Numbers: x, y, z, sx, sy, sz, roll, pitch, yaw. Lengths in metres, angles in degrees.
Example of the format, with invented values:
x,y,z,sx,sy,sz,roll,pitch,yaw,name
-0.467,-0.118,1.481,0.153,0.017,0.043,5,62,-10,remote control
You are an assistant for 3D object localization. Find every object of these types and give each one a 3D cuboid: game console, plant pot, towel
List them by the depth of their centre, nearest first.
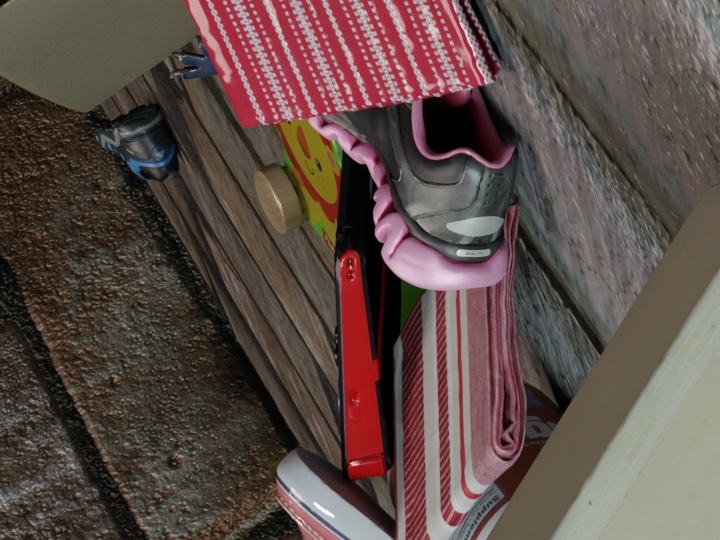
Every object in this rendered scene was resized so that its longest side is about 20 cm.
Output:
x,y,z,sx,sy,sz,roll,pitch,yaw,name
-0.025,-0.143,1.369,0.200,0.022,0.145,-5,115,52,towel
0.050,0.066,1.507,0.200,0.023,0.144,120,153,-63,towel
0.000,0.000,1.621,0.200,0.031,0.177,-87,-8,-52,game console
-0.220,-0.241,2.171,0.200,0.200,0.177,57,-177,37,plant pot

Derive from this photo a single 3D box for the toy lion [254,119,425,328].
x,y,z,sx,sy,sz,roll,pitch,yaw,name
-0.013,-0.058,1.854,0.200,0.069,0.192,59,165,27,toy lion

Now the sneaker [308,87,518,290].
x,y,z,sx,sy,sz,roll,pitch,yaw,name
0.027,-0.084,1.427,0.095,0.079,0.200,104,147,-41,sneaker

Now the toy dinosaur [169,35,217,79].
x,y,z,sx,sy,sz,roll,pitch,yaw,name
-0.088,-0.196,1.753,0.200,0.105,0.182,51,-156,-48,toy dinosaur

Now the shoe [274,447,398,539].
x,y,z,sx,sy,sz,roll,pitch,yaw,name
-0.008,0.181,1.633,0.200,0.091,0.071,44,-176,-45,shoe

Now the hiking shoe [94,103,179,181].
x,y,z,sx,sy,sz,roll,pitch,yaw,name
-0.256,-0.140,3.319,0.087,0.074,0.200,64,173,-8,hiking shoe

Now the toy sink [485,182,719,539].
x,y,z,sx,sy,sz,roll,pitch,yaw,name
0.125,0.079,0.976,0.112,0.200,0.130,33,173,-3,toy sink

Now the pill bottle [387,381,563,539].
x,y,z,sx,sy,sz,roll,pitch,yaw,name
0.097,0.146,1.574,0.112,0.112,0.200,66,172,-30,pill bottle
